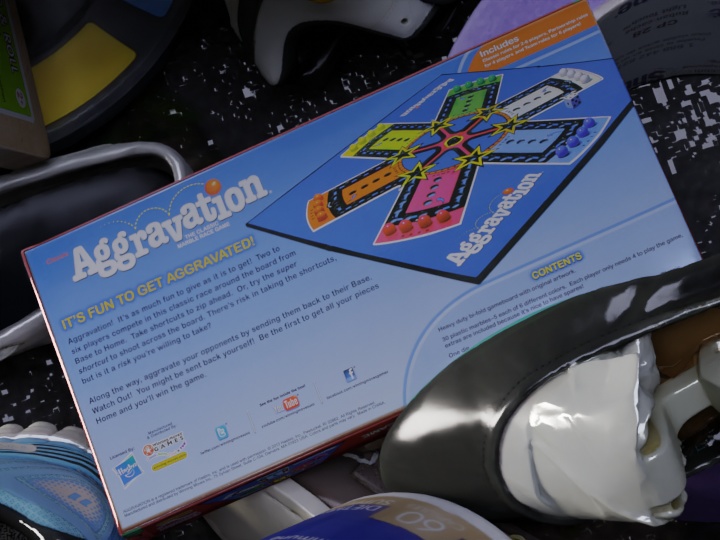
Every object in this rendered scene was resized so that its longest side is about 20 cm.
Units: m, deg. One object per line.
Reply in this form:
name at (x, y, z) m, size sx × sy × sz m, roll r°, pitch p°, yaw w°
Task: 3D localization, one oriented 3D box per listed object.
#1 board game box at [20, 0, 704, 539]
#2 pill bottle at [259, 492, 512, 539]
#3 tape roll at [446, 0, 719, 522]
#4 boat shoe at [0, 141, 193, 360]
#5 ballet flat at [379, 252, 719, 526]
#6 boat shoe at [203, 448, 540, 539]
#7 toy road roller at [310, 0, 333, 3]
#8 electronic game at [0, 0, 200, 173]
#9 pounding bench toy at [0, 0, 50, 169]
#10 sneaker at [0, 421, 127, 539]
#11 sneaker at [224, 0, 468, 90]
board game box at (0.000, 0.000, 0.824) m, size 0.200 × 0.019 × 0.103 m, roll -24°, pitch 72°, yaw 6°
pill bottle at (-0.033, 0.139, 0.719) m, size 0.116 × 0.200 × 0.116 m, roll 9°, pitch 106°, yaw 34°
tape roll at (0.121, -0.022, 0.876) m, size 0.200 × 0.085 × 0.200 m, roll -1°, pitch 70°, yaw 2°
boat shoe at (-0.145, 0.011, 0.884) m, size 0.200 × 0.066 × 0.072 m, roll -20°, pitch 71°, yaw -5°
ballet flat at (0.098, 0.032, 0.765) m, size 0.200 × 0.068 × 0.068 m, roll -26°, pitch 27°, yaw 8°
boat shoe at (0.026, 0.096, 0.844) m, size 0.200 × 0.072 × 0.060 m, roll 33°, pitch 63°, yaw 21°
toy road roller at (-0.056, -0.165, 0.834) m, size 0.146 × 0.123 × 0.200 m, roll 20°, pitch 34°, yaw -10°
electronic game at (-0.152, -0.126, 0.945) m, size 0.200 × 0.042 × 0.200 m, roll -1°, pitch 71°, yaw 2°
pounding bench toy at (-0.217, -0.115, 0.853) m, size 0.156 × 0.124 × 0.200 m, roll -16°, pitch 81°, yaw 17°
sneaker at (-0.171, 0.092, 0.832) m, size 0.200 × 0.090 × 0.078 m, roll -9°, pitch 102°, yaw 0°
sneaker at (0.033, -0.123, 0.874) m, size 0.200 × 0.074 × 0.080 m, roll -24°, pitch 76°, yaw 35°
